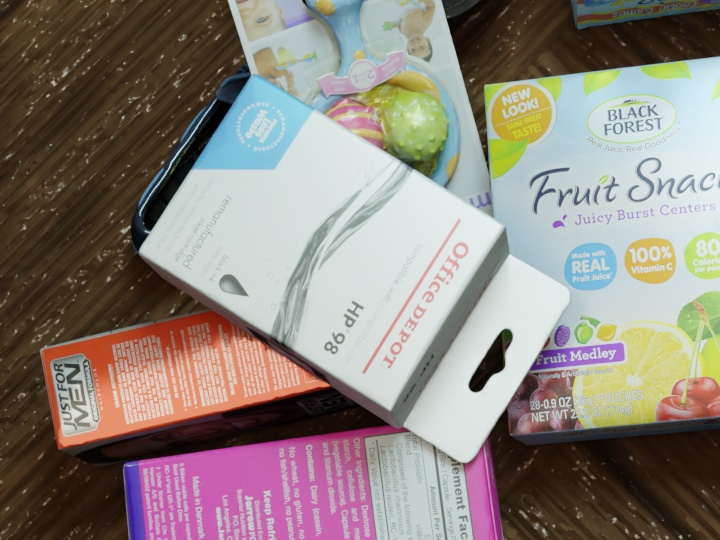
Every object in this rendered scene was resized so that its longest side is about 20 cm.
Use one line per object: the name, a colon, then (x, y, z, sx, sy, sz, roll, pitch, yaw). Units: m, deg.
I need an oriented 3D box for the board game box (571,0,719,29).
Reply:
board game box: (0.159, -0.255, 1.307, 0.104, 0.103, 0.202, -8, 79, 5)

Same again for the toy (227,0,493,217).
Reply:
toy: (0.008, -0.083, 1.269, 0.114, 0.047, 0.202, -19, 108, -4)

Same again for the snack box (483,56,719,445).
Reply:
snack box: (0.160, -0.011, 1.277, 0.167, 0.068, 0.202, -7, 78, 12)

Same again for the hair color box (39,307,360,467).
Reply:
hair color box: (-0.068, 0.056, 1.279, 0.198, 0.102, 0.062, -13, 78, 5)

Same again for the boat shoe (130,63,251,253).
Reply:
boat shoe: (-0.053, -0.078, 1.316, 0.084, 0.069, 0.201, 34, 84, 10)

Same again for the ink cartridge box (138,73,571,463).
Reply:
ink cartridge box: (0.000, 0.000, 1.197, 0.199, 0.067, 0.116, 31, 83, 12)

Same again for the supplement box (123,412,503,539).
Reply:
supplement box: (-0.021, 0.146, 1.259, 0.198, 0.101, 0.104, -7, 79, 4)

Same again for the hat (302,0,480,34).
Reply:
hat: (0.020, -0.229, 1.328, 0.199, 0.081, 0.203, -1, 84, 12)
